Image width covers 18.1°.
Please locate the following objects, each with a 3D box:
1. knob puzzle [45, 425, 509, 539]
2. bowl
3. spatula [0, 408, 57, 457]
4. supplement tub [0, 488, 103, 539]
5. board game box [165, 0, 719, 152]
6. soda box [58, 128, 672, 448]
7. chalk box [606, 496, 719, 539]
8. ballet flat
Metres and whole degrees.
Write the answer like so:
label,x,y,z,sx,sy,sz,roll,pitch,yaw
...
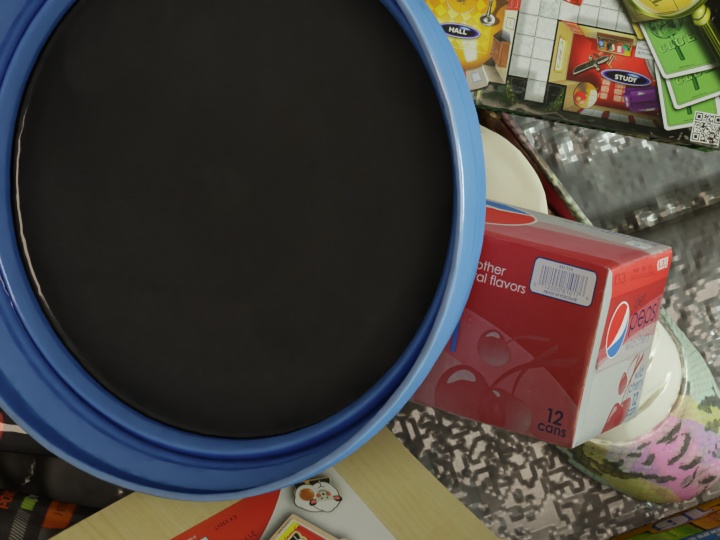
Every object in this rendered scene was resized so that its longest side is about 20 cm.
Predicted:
label,x,y,z,sx,sy,sz,roll,pitch,yaw
knob puzzle,-0.017,0.146,0.718,0.219,0.031,0.220,3,48,-3
bowl,-0.051,-0.026,0.738,0.200,0.039,0.201,2,95,25
spatula,-0.156,0.055,0.836,0.199,0.021,0.057,6,89,-4
supplement tub,-0.169,0.121,0.792,0.199,0.107,0.107,12,88,-3
board game box,0.038,-0.109,0.787,0.199,0.023,0.105,9,88,-10
soda box,0.000,0.000,0.778,0.200,0.070,0.064,16,103,23
chalk box,0.144,0.147,0.760,0.124,0.200,0.125,-20,90,-3
ballet flat,0.068,0.005,0.823,0.069,0.071,0.200,-37,91,-8
